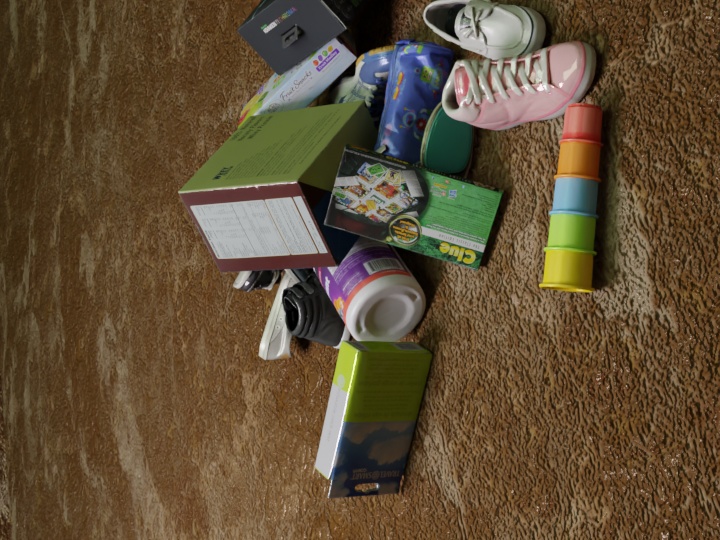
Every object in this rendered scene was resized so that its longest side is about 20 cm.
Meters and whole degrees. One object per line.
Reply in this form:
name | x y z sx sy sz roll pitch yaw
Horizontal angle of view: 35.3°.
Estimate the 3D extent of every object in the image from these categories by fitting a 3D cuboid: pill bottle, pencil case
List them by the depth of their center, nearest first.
pencil case | 0.061 -0.202 1.471 0.078 0.087 0.201 13 90 51
pill bottle | 0.000 0.000 1.537 0.200 0.111 0.112 58 133 46

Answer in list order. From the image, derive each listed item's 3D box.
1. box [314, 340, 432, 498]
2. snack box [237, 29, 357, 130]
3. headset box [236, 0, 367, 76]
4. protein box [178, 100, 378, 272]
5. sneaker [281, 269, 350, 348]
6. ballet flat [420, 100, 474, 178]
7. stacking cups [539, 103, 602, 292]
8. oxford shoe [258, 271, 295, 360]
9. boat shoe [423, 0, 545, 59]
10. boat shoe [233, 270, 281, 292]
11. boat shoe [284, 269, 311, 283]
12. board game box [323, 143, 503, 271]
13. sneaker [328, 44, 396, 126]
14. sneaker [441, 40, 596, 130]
box | 0.015 0.193 1.473 0.048 0.122 0.201 29 110 53
snack box | -0.093 -0.276 1.666 0.200 0.053 0.142 -42 20 14
headset box | -0.060 -0.390 1.603 0.174 0.093 0.200 -23 28 49
protein box | -0.093 -0.111 1.515 0.199 0.199 0.135 -2 126 34
sneaker | -0.060 0.011 1.648 0.071 0.099 0.201 -2 83 60
ballet flat | 0.103 -0.117 1.437 0.069 0.069 0.201 10 95 59
stacking cups | 0.227 -0.079 1.219 0.060 0.060 0.201 -1 84 59
oxford shoe | -0.104 0.047 1.763 0.075 0.057 0.201 89 -163 -84
boat shoe | 0.146 -0.300 1.382 0.200 0.065 0.072 40 119 54
boat shoe | -0.149 -0.001 1.751 0.074 0.060 0.200 -51 6 9
boat shoe | -0.115 -0.057 1.691 0.200 0.062 0.073 57 177 -5
board game box | 0.064 -0.077 1.380 0.023 0.199 0.105 -69 -4 -73
sneaker | 0.023 -0.248 1.588 0.200 0.075 0.089 146 115 -63
sneaker | 0.171 -0.212 1.295 0.200 0.104 0.076 -18 68 56
